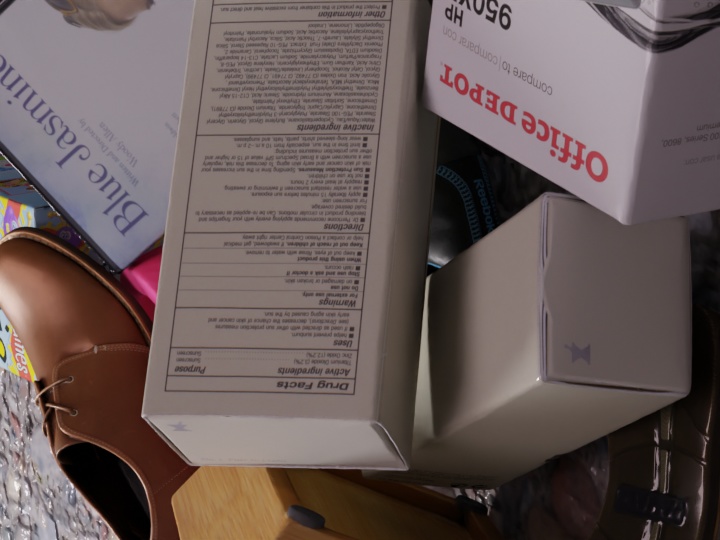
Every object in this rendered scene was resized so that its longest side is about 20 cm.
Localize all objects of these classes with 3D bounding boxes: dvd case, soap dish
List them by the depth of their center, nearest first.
[{"bbox_3d":[0.001,0.141,1.133,0.200,0.157,0.081,-126,59,-76],"label":"soap dish"},{"bbox_3d":[-0.102,-0.107,1.256,0.200,0.018,0.143,-40,98,26],"label":"dvd case"}]

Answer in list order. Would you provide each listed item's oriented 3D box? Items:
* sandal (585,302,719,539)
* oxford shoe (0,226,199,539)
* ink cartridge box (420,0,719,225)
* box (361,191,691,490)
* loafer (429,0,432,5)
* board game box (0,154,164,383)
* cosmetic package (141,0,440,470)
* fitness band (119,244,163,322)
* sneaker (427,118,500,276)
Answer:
[{"bbox_3d":[0.131,0.113,1.072,0.082,0.055,0.200,12,94,50],"label":"sandal"},{"bbox_3d":[-0.139,0.061,1.306,0.200,0.071,0.071,53,132,16],"label":"oxford shoe"},{"bbox_3d":[0.105,-0.137,1.008,0.145,0.084,0.200,35,127,48],"label":"ink cartridge box"},{"bbox_3d":[0.066,0.035,1.085,0.200,0.068,0.082,146,129,-64],"label":"box"},{"bbox_3d":[-0.021,-0.102,1.187,0.076,0.067,0.200,26,117,7],"label":"loafer"},{"bbox_3d":[-0.185,-0.010,1.464,0.200,0.105,0.103,18,114,55],"label":"board game box"},{"bbox_3d":[-0.025,-0.020,1.086,0.073,0.103,0.200,59,-145,-66],"label":"cosmetic package"},{"bbox_3d":[-0.064,0.071,1.310,0.200,0.037,0.144,48,162,39],"label":"fitness band"},{"bbox_3d":[0.000,0.000,1.216,0.200,0.073,0.082,-42,68,55],"label":"sneaker"}]
